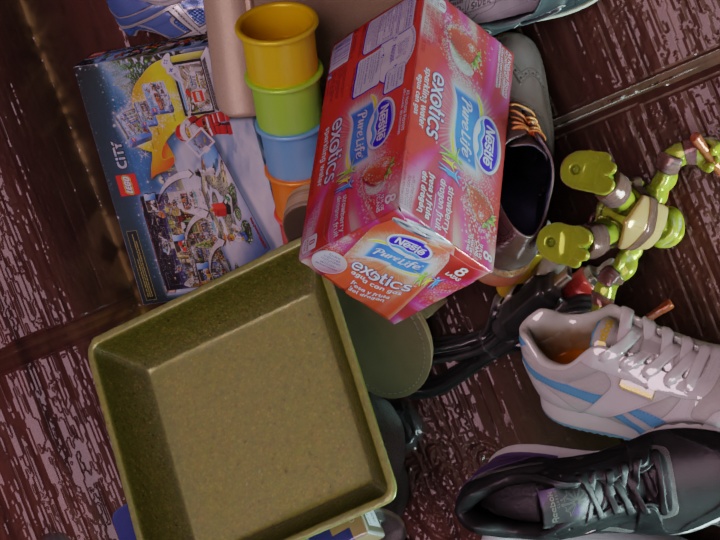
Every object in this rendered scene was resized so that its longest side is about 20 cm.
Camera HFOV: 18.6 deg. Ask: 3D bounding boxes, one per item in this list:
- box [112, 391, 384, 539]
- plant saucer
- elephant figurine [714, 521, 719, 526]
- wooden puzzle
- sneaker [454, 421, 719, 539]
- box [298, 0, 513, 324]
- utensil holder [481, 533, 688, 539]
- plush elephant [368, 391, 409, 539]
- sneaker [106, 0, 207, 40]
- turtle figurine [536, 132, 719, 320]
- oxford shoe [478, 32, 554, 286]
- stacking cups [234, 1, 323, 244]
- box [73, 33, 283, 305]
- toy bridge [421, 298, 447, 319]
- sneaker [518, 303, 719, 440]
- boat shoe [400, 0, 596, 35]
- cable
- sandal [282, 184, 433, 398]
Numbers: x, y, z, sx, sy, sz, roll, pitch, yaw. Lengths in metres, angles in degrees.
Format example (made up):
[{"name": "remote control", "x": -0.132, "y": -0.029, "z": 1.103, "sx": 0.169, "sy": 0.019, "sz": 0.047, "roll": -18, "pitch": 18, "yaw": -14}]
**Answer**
[{"name": "box", "x": -0.090, "y": 0.181, "z": 1.577, "sx": 0.199, "sy": 0.032, "sz": 0.122, "roll": -32, "pitch": 67, "yaw": 19}, {"name": "plant saucer", "x": -0.077, "y": 0.105, "z": 1.541, "sx": 0.199, "sy": 0.048, "sz": 0.201, "roll": -25, "pitch": 69, "yaw": 19}, {"name": "elephant figurine", "x": 0.292, "y": 0.143, "z": 1.489, "sx": 0.141, "sy": 0.200, "sz": 0.156, "roll": 17, "pitch": 104, "yaw": 19}, {"name": "wooden puzzle", "x": -0.019, "y": -0.214, "z": 1.617, "sx": 0.199, "sy": 0.037, "sz": 0.186, "roll": -8, "pitch": 94, "yaw": -11}, {"name": "sneaker", "x": 0.158, "y": 0.152, "z": 1.451, "sx": 0.199, "sy": 0.087, "sz": 0.076, "roll": -11, "pitch": 94, "yaw": 28}, {"name": "box", "x": 0.034, "y": -0.079, "z": 1.504, "sx": 0.095, "sy": 0.201, "sz": 0.099, "roll": 33, "pitch": 136, "yaw": -30}, {"name": "utensil holder", "x": 0.181, "y": 0.258, "z": 1.571, "sx": 0.199, "sy": 0.170, "sz": 0.171, "roll": 20, "pitch": 104, "yaw": 15}, {"name": "plush elephant", "x": -0.035, "y": 0.175, "z": 1.649, "sx": 0.165, "sy": 0.155, "sz": 0.200, "roll": -41, "pitch": 81, "yaw": 22}, {"name": "sneaker", "x": -0.102, "y": -0.210, "z": 1.680, "sx": 0.199, "sy": 0.076, "sz": 0.077, "roll": 9, "pitch": 139, "yaw": 12}, {"name": "turtle figurine", "x": 0.191, "y": -0.045, "z": 1.542, "sx": 0.064, "sy": 0.161, "sz": 0.201, "roll": 40, "pitch": 107, "yaw": 32}, {"name": "oxford shoe", "x": 0.115, "y": -0.090, "z": 1.558, "sx": 0.071, "sy": 0.073, "sz": 0.201, "roll": 11, "pitch": 62, "yaw": -16}, {"name": "stacking cups", "x": -0.052, "y": -0.093, "z": 1.582, "sx": 0.060, "sy": 0.061, "sz": 0.201, "roll": 11, "pitch": 129, "yaw": 20}, {"name": "box", "x": -0.128, "y": -0.078, "z": 1.689, "sx": 0.136, "sy": 0.038, "sz": 0.201, "roll": -6, "pitch": 110, "yaw": 23}, {"name": "toy bridge", "x": -0.011, "y": -0.039, "z": 1.662, "sx": 0.200, "sy": 0.027, "sz": 0.067, "roll": 55, "pitch": 151, "yaw": -8}, {"name": "sneaker", "x": 0.196, "y": 0.070, "z": 1.496, "sx": 0.199, "sy": 0.077, "sz": 0.081, "roll": 3, "pitch": 138, "yaw": 36}, {"name": "boat shoe", "x": 0.117, "y": -0.213, "z": 1.566, "sx": 0.198, "sy": 0.066, "sz": 0.075, "roll": -18, "pitch": 92, "yaw": 8}, {"name": "cable", "x": 0.110, "y": 0.039, "z": 1.641, "sx": 0.097, "sy": 0.051, "sz": 0.200, "roll": 30, "pitch": 132, "yaw": -25}, {"name": "sandal", "x": 0.005, "y": -0.001, "z": 1.598, "sx": 0.077, "sy": 0.070, "sz": 0.212, "roll": -7, "pitch": 136, "yaw": 21}]
